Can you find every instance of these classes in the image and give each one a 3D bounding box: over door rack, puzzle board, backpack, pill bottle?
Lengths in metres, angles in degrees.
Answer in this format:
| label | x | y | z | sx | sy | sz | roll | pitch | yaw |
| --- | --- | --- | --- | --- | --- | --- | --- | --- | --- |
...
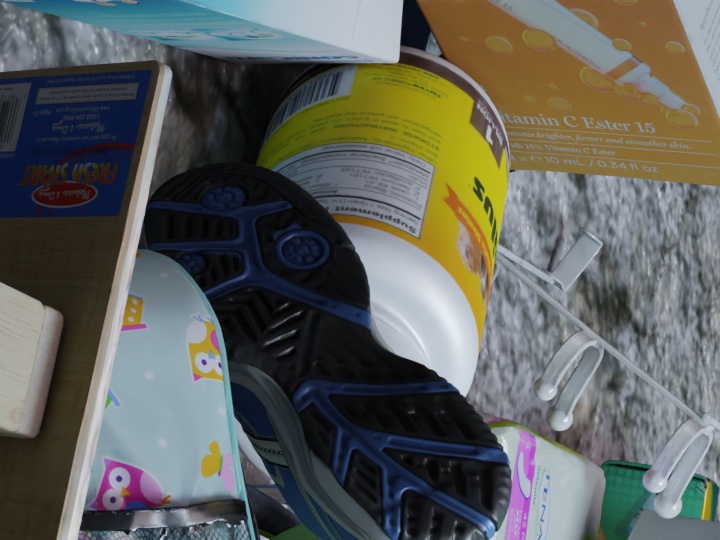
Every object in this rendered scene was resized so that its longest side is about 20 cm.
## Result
| label | x | y | z | sx | sy | sz | roll | pitch | yaw |
| --- | --- | --- | --- | --- | --- | --- | --- | --- | --- |
| over door rack | 0.121 | 0.049 | 1.333 | 0.067 | 0.148 | 0.200 | -54 | 164 | 15 |
| puzzle board | -0.142 | 0.014 | 0.843 | 0.017 | 0.199 | 0.152 | 26 | 70 | -46 |
| backpack | -0.115 | 0.092 | 0.921 | 0.152 | 0.176 | 0.201 | 4 | 75 | -28 |
| pill bottle | 0.000 | 0.000 | 1.118 | 0.200 | 0.109 | 0.110 | -76 | 152 | -53 |

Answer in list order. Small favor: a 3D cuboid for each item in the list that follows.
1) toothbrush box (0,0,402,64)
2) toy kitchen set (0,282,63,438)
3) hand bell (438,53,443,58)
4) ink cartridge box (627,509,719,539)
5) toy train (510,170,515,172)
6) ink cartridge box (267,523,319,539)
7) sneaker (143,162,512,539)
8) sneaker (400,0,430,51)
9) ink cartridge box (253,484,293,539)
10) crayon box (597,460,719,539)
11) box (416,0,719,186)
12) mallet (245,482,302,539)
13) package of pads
| label | x | y | z | sx | sy | sz | roll | pitch | yaw |
| --- | --- | --- | --- | --- | --- | --- | --- | --- | --- |
| toothbrush box | -0.060 | -0.166 | 1.076 | 0.200 | 0.085 | 0.148 | 6 | 86 | -59 |
| toy kitchen set | -0.218 | 0.080 | 0.742 | 0.163 | 0.179 | 0.201 | 29 | 68 | -55 |
| hand bell | 0.043 | -0.093 | 1.281 | 0.200 | 0.104 | 0.105 | -37 | 124 | -36 |
| ink cartridge box | 0.152 | 0.237 | 1.295 | 0.201 | 0.082 | 0.146 | -58 | 133 | -26 |
| toy train | 0.039 | -0.033 | 1.290 | 0.200 | 0.046 | 0.034 | -48 | 131 | -47 |
| ink cartridge box | -0.004 | 0.161 | 1.014 | 0.059 | 0.104 | 0.201 | -24 | 128 | -16 |
| sneaker | -0.021 | 0.043 | 0.976 | 0.075 | 0.200 | 0.077 | -21 | 146 | -21 |
| sneaker | 0.035 | -0.180 | 1.230 | 0.078 | 0.089 | 0.201 | 33 | 64 | -54 |
| ink cartridge box | -0.063 | 0.151 | 1.113 | 0.200 | 0.067 | 0.117 | 2 | 89 | -60 |
| crayon box | 0.142 | 0.203 | 1.424 | 0.119 | 0.058 | 0.201 | 31 | 69 | -78 |
| box | 0.098 | -0.135 | 1.150 | 0.098 | 0.124 | 0.200 | -67 | 147 | -28 |
| mallet | -0.029 | 0.107 | 1.076 | 0.200 | 0.066 | 0.041 | 32 | 61 | -39 |
| package of pads | 0.056 | 0.149 | 1.289 | 0.200 | 0.068 | 0.156 | 31 | 66 | -68 |
